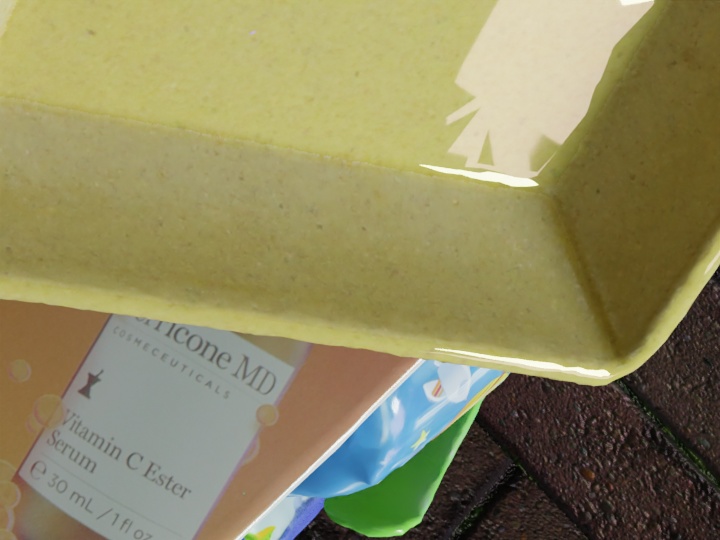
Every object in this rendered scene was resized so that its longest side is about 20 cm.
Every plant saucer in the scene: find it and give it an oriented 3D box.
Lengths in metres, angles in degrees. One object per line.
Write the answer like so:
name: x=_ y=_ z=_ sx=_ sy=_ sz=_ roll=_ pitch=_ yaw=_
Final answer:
plant saucer: x=0.012 y=-0.071 z=0.543 sx=0.200 sy=0.200 sz=0.048 roll=-60 pitch=-147 yaw=36

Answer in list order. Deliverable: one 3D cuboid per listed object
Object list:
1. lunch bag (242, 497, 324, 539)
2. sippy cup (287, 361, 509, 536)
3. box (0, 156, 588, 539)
lunch bag: x=-0.083 y=0.038 z=1.229 sx=0.127 sy=0.200 sz=0.170 roll=-43 pitch=180 yaw=41
sippy cup: x=0.000 y=0.000 z=0.830 sx=0.140 sy=0.178 sz=0.130 roll=-22 pitch=-161 yaw=46
box: x=-0.065 y=-0.006 z=0.684 sx=0.200 sy=0.152 sz=0.106 roll=-45 pitch=-178 yaw=3
